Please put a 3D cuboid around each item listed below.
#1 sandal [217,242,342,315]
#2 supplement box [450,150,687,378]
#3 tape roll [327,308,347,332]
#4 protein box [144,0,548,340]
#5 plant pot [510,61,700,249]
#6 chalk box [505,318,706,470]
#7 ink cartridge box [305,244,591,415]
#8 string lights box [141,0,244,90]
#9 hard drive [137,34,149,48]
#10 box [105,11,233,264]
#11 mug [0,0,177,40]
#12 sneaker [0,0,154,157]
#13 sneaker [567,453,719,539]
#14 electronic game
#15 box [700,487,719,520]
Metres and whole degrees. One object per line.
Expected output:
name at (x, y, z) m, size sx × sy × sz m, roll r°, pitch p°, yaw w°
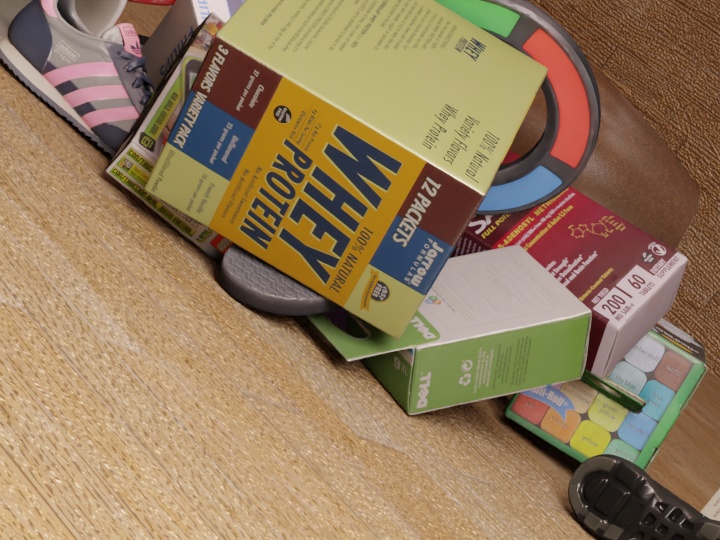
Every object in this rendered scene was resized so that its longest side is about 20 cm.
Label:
sandal at (-0.019, 0.001, 1.377) m, size 0.199 × 0.043 × 0.076 m, roll -13°, pitch 51°, yaw -47°
supplement box at (0.141, -0.014, 1.540) m, size 0.199 × 0.061 × 0.109 m, roll 33°, pitch 48°, yaw 21°
tape roll at (0.000, 0.000, 1.553) m, size 0.200 × 0.066 × 0.200 m, roll 37°, pitch 9°, yaw -7°
protein box at (-0.006, -0.098, 1.348) m, size 0.199 × 0.135 × 0.199 m, roll 30°, pitch 35°, yaw 0°
plant pot at (0.188, -0.085, 1.706) m, size 0.199 × 0.188 × 0.187 m, roll 31°, pitch 9°, yaw -7°
chalk box at (0.203, 0.093, 1.625) m, size 0.124 × 0.125 × 0.200 m, roll 32°, pitch 8°, yaw 7°
ink cartridge box at (0.054, 0.045, 1.410) m, size 0.198 × 0.060 × 0.104 m, roll -10°, pitch 34°, yaw -26°
string lights box at (-0.071, -0.177, 1.644) m, size 0.199 × 0.103 × 0.059 m, roll 3°, pitch 61°, yaw -32°
hard drive at (-0.128, -0.165, 1.747) m, size 0.198 × 0.043 × 0.135 m, roll 15°, pitch 9°, yaw -18°
box at (-0.104, -0.099, 1.431) m, size 0.110 × 0.035 × 0.201 m, roll 39°, pitch 34°, yaw -13°
mug at (-0.254, -0.246, 1.622) m, size 0.177 × 0.134 × 0.200 m, roll 37°, pitch 3°, yaw -24°
sneaker at (-0.178, -0.135, 1.458) m, size 0.200 × 0.082 × 0.070 m, roll 39°, pitch 7°, yaw 9°
sneaker at (0.242, 0.205, 1.435) m, size 0.200 × 0.076 × 0.079 m, roll 43°, pitch 7°, yaw 31°
electronic game at (0.079, -0.124, 1.450) m, size 0.199 × 0.200 × 0.042 m, roll 36°, pitch 41°, yaw -10°
box at (0.354, 0.263, 1.589) m, size 0.200 × 0.082 × 0.068 m, roll 40°, pitch 8°, yaw 24°
